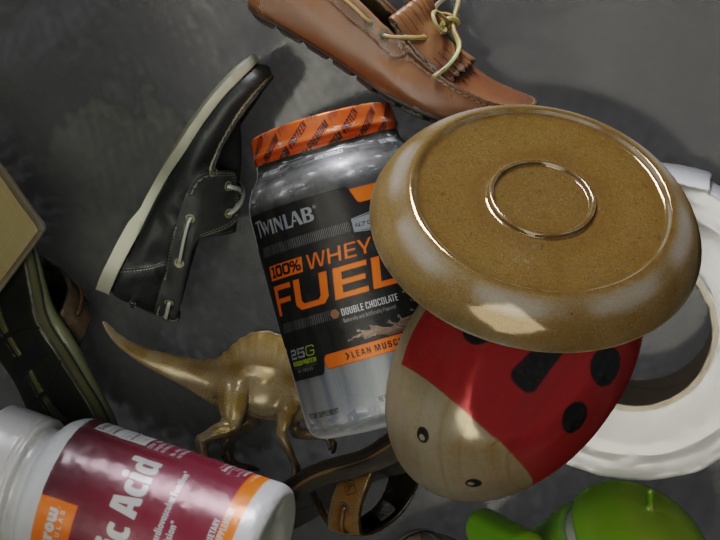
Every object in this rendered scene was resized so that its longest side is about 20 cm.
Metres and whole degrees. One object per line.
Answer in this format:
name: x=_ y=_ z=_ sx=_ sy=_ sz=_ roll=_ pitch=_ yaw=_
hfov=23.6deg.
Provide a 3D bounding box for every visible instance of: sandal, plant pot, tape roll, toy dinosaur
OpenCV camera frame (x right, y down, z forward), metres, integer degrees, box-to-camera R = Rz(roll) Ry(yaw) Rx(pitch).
sandal: x=0.011 y=0.146 z=1.148 sx=0.200 sy=0.082 sz=0.055 roll=-27 pitch=74 yaw=32
sandal: x=-0.219 y=0.042 z=1.212 sx=0.080 sy=0.057 sz=0.201 roll=-25 pitch=89 yaw=41
plant pot: x=0.106 y=-0.035 z=1.016 sx=0.200 sy=0.200 sz=0.028 roll=17 pitch=138 yaw=8
tape roll: x=0.180 y=0.031 z=1.119 sx=0.202 sy=0.071 sz=0.203 roll=2 pitch=101 yaw=12
toy dinosaur: x=-0.084 y=0.091 z=1.204 sx=0.200 sy=0.058 sz=0.101 roll=8 pitch=88 yaw=2

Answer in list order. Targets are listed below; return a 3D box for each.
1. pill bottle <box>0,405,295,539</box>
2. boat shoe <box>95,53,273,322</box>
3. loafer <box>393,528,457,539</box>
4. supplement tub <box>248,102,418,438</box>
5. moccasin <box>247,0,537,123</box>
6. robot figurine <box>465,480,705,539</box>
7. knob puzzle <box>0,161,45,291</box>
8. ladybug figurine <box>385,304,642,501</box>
pill bottle: x=-0.153 y=0.163 z=1.121 sx=0.200 sy=0.114 sz=0.114 roll=17 pitch=104 yaw=12
boat shoe: x=-0.106 y=-0.055 z=1.166 sx=0.068 sy=0.072 sz=0.200 roll=31 pitch=110 yaw=-2
loafer: x=0.004 y=0.259 z=1.156 sx=0.072 sy=0.063 sz=0.200 roll=38 pitch=73 yaw=-9
supplement tub: x=0.000 y=0.000 z=1.116 sx=0.122 sy=0.123 sz=0.200 roll=-16 pitch=88 yaw=14
moccasin: x=0.028 y=-0.154 z=1.115 sx=0.201 sy=0.074 sz=0.078 roll=33 pitch=109 yaw=5
robot figurine: x=0.144 y=0.217 z=1.115 sx=0.175 sy=0.116 sz=0.200 roll=33 pitch=118 yaw=-25
knob puzzle: x=-0.316 y=-0.046 z=1.216 sx=0.219 sy=0.030 sz=0.220 roll=6 pitch=102 yaw=33
ladybug figurine: x=0.100 y=0.050 z=1.034 sx=0.136 sy=0.072 sz=0.200 roll=39 pitch=78 yaw=-7
